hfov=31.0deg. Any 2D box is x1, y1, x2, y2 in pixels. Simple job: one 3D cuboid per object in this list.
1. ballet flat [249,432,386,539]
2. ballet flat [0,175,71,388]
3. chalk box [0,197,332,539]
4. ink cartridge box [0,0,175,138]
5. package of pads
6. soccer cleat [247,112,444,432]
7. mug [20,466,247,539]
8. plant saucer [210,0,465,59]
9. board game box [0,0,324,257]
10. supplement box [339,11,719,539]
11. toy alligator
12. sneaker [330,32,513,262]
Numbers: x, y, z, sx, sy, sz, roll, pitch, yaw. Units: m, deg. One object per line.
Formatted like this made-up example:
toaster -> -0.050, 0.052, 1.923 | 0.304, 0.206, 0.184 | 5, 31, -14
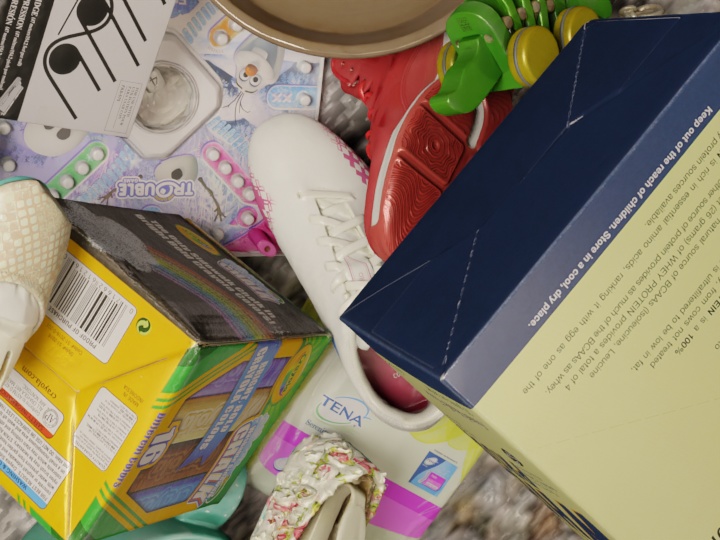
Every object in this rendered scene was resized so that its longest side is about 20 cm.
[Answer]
ballet flat -> -0.040, 0.189, 0.745 | 0.076, 0.064, 0.201 | 31, 73, -45
ballet flat -> -0.187, 0.046, 0.581 | 0.200, 0.062, 0.067 | -47, 143, 20
chalk box -> -0.111, 0.049, 0.696 | 0.124, 0.124, 0.200 | -56, 161, 10
ink cartridge box -> -0.132, -0.168, 0.638 | 0.094, 0.044, 0.201 | 5, 117, -41
package of pads -> 0.018, 0.073, 0.842 | 0.154, 0.068, 0.200 | 34, 92, -30
soccer cleat -> 0.000, 0.000, 0.734 | 0.070, 0.086, 0.200 | -28, 95, -2
mug -> -0.133, 0.200, 0.798 | 0.185, 0.114, 0.152 | -38, 120, -19
plant saucer -> -0.007, -0.211, 0.693 | 0.199, 0.029, 0.201 | 0, 89, -1
board game box -> -0.113, -0.098, 0.741 | 0.199, 0.026, 0.201 | -2, 111, -23
supplement box -> 0.140, 0.022, 0.605 | 0.200, 0.134, 0.200 | 42, 84, -20
toy alligator -> 0.099, -0.135, 0.691 | 0.200, 0.059, 0.054 | -30, 110, -40
sneaker -> 0.027, -0.083, 0.742 | 0.078, 0.115, 0.200 | 39, 61, -29
